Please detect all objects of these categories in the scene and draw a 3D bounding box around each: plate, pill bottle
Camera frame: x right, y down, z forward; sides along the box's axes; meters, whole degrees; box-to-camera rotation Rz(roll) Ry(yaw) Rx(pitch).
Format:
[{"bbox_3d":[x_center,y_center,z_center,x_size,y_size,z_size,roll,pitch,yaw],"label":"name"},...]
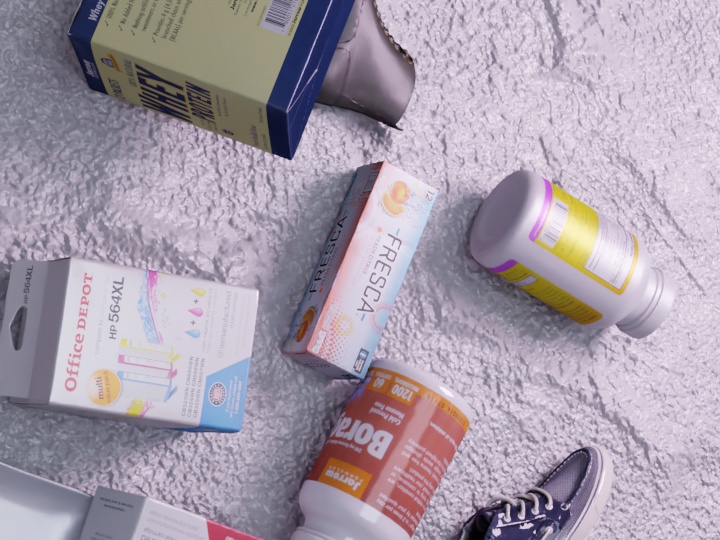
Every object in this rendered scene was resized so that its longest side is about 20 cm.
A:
[{"bbox_3d":[-0.342,0.255,1.535,0.199,0.032,0.200,25,77,-23],"label":"plate"},{"bbox_3d":[0.213,-0.010,1.783,0.200,0.104,0.105,31,74,-21],"label":"pill bottle"},{"bbox_3d":[0.013,0.192,1.667,0.112,0.112,0.201,35,72,-19],"label":"pill bottle"}]

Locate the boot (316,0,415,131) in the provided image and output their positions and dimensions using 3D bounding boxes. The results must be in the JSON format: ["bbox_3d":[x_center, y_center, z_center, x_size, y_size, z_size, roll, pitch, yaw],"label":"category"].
[{"bbox_3d":[0.008,-0.244,1.726,0.138,0.077,0.201,21,89,-28],"label":"boot"}]

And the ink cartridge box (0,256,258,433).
[{"bbox_3d":[-0.208,0.065,1.562,0.199,0.125,0.129,10,82,-25],"label":"ink cartridge box"}]

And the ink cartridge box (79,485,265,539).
[{"bbox_3d":[-0.183,0.306,1.565,0.145,0.083,0.201,27,75,-37],"label":"ink cartridge box"}]

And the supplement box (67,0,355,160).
[{"bbox_3d":[-0.120,-0.235,1.581,0.199,0.134,0.201,20,76,5],"label":"supplement box"}]

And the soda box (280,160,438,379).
[{"bbox_3d":[0.000,0.000,1.702,0.068,0.064,0.201,28,76,-21],"label":"soda box"}]

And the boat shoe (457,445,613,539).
[{"bbox_3d":[0.165,0.239,1.757,0.093,0.075,0.200,40,71,-26],"label":"boat shoe"}]
